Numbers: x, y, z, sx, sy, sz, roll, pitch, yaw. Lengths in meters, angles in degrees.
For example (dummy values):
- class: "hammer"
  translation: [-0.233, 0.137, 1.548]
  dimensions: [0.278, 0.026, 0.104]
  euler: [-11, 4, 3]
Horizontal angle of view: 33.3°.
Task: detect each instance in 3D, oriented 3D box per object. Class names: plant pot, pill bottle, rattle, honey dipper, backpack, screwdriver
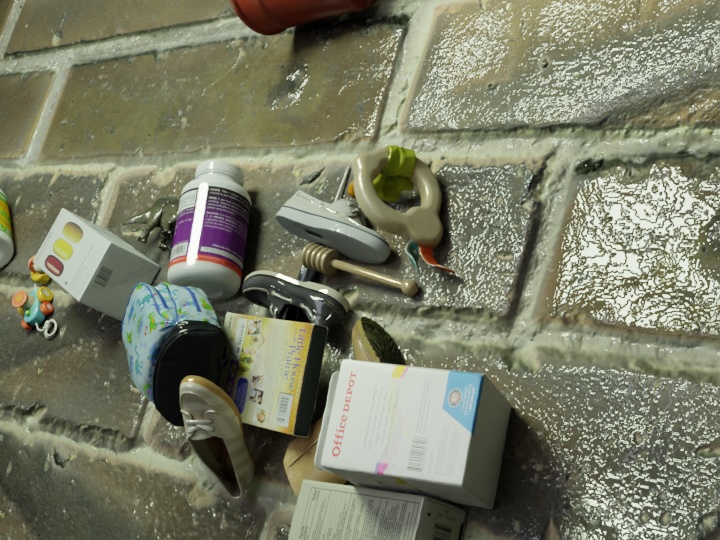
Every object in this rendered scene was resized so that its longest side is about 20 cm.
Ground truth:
- class: "plant pot"
  translation: [-0.077, -0.475, 1.874]
  dimensions: [0.194, 0.200, 0.202]
  euler: [3, 71, 37]
- class: "pill bottle"
  translation: [-0.750, -0.104, 2.377]
  dimensions: [0.111, 0.111, 0.201]
  euler: [-40, 46, 21]
- class: "rattle"
  translation: [0.044, -0.054, 1.612]
  dimensions: [0.143, 0.130, 0.201]
  euler: [-37, 73, 38]
- class: "honey dipper"
  translation: [0.000, 0.000, 1.637]
  dimensions: [0.199, 0.038, 0.038]
  euler: [16, 80, 41]
- class: "backpack"
  translation: [-0.260, 0.097, 1.678]
  dimensions: [0.200, 0.152, 0.164]
  euler: [-96, 20, -62]
- class: "screwdriver"
  translation: [-0.049, -0.063, 1.737]
  dimensions: [0.201, 0.028, 0.029]
  euler: [-69, 13, -11]
- class: "pill bottle"
  translation: [-0.228, -0.063, 1.846]
  dimensions: [0.112, 0.112, 0.202]
  euler: [-15, 59, 39]

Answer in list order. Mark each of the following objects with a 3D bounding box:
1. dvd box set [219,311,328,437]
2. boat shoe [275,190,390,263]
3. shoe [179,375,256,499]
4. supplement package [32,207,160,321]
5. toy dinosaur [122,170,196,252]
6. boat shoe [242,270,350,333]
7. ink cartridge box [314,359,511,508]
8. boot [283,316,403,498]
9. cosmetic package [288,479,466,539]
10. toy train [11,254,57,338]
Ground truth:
- class: "dvd box set"
  translation: [-0.127, 0.136, 1.613]
  dimensions: [0.199, 0.029, 0.148]
  euler: [3, 81, 49]
- class: "boat shoe"
  translation: [-0.029, -0.069, 1.684]
  dimensions: [0.199, 0.071, 0.070]
  euler: [19, 68, 40]
- class: "shoe"
  translation: [-0.190, 0.223, 1.597]
  dimensions: [0.069, 0.201, 0.054]
  euler: [-6, 38, 22]
- class: "supplement package"
  translation: [-0.449, -0.010, 2.035]
  dimensions: [0.199, 0.109, 0.114]
  euler: [28, 89, 48]
- class: "toy dinosaur"
  translation: [-0.311, -0.087, 1.985]
  dimensions: [0.199, 0.077, 0.103]
  euler: [-9, 51, 47]
- class: "boat shoe"
  translation: [-0.104, 0.049, 1.689]
  dimensions: [0.199, 0.073, 0.063]
  euler: [10, 61, 42]
- class: "ink cartridge box"
  translation: [0.055, 0.186, 1.385]
  dimensions: [0.198, 0.125, 0.130]
  euler: [5, 71, 25]
- class: "boot"
  translation: [-0.027, 0.181, 1.556]
  dimensions: [0.200, 0.066, 0.176]
  euler: [-43, 45, 21]
- class: "cosmetic package"
  translation: [0.016, 0.314, 1.424]
  dimensions: [0.199, 0.087, 0.104]
  euler: [0, 70, 43]
- class: "toy train"
  translation: [-0.564, 0.015, 2.174]
  dimensions: [0.150, 0.055, 0.202]
  euler: [9, 75, 47]
